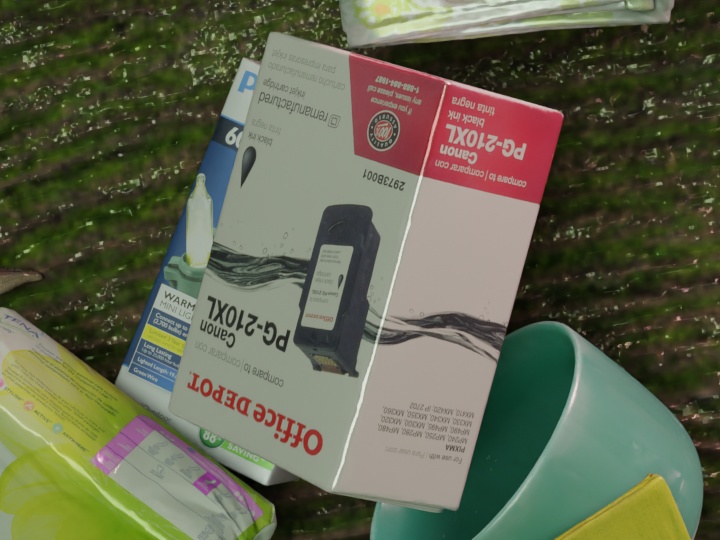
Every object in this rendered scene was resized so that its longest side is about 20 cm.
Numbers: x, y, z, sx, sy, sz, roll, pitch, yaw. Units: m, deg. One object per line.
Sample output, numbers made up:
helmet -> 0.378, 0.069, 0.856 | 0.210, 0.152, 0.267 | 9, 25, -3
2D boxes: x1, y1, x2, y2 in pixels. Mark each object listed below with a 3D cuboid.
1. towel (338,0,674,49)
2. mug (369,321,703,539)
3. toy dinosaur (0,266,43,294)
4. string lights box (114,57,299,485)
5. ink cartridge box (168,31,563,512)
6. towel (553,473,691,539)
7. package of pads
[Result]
towel -> 0.064, -0.211, 1.281 | 0.170, 0.048, 0.201 | -6, 95, 4
mug -> 0.087, 0.132, 1.325 | 0.114, 0.152, 0.185 | 37, 85, -20
toy dinosaur -> -0.283, 0.018, 1.472 | 0.199, 0.086, 0.136 | -29, 76, 8
string lights box -> -0.047, 0.000, 1.414 | 0.102, 0.059, 0.201 | 23, 96, 15
ink cartridge box -> 0.000, 0.000, 1.295 | 0.144, 0.084, 0.201 | 21, 97, 50
towel -> 0.073, 0.179, 1.237 | 0.199, 0.018, 0.086 | -31, 113, -15
package of pads -> -0.152, 0.131, 1.409 | 0.200, 0.068, 0.155 | 35, 130, 12
